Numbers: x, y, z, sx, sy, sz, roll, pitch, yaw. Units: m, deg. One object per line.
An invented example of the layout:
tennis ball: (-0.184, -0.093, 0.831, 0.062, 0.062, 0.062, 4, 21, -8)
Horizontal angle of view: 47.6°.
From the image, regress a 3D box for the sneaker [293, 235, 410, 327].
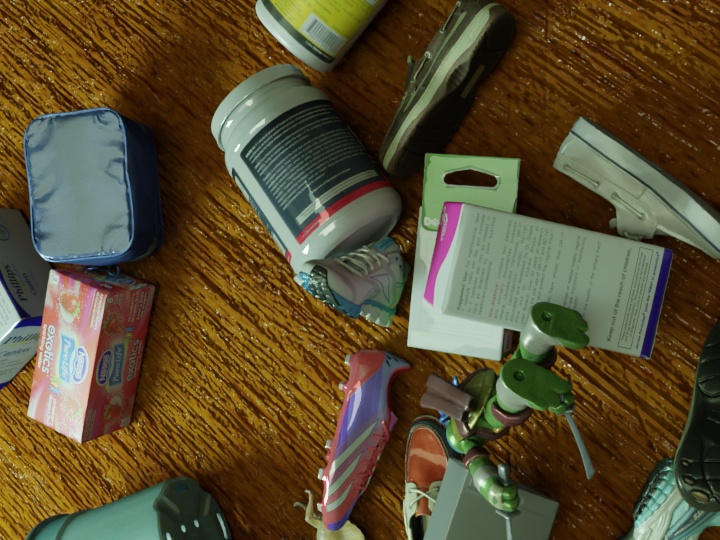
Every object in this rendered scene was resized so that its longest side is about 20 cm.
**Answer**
sneaker: (0.000, 0.000, 0.837, 0.074, 0.200, 0.088, 34, 96, 20)

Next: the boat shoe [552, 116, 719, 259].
boat shoe: (0.267, -0.063, 0.776, 0.200, 0.071, 0.070, 42, 113, 20)

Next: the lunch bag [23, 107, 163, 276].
lunch bag: (-0.321, -0.093, 1.016, 0.133, 0.132, 0.205, -3, 93, 6)

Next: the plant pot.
plant pot: (-0.271, 0.358, 0.987, 0.194, 0.200, 0.203, -28, 81, 16)

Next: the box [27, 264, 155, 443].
box: (-0.346, 0.103, 1.050, 0.098, 0.095, 0.204, 19, 102, 22)

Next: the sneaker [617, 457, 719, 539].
sneaker: (0.283, 0.287, 0.779, 0.085, 0.077, 0.203, 28, 103, 18)

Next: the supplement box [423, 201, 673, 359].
supplement box: (0.168, 0.006, 0.760, 0.196, 0.101, 0.106, 11, 95, -6)

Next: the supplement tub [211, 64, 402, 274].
supplement tub: (-0.059, -0.105, 0.886, 0.140, 0.140, 0.201, -40, 77, 21)

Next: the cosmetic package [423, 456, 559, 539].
cosmetic package: (0.111, 0.301, 0.811, 0.105, 0.090, 0.204, 18, 86, -4)

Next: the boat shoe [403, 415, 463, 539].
boat shoe: (0.078, 0.262, 0.881, 0.070, 0.062, 0.204, -7, 88, 27)

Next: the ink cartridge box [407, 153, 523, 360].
ink cartridge box: (0.113, -0.016, 0.853, 0.102, 0.059, 0.204, 7, 96, 22)

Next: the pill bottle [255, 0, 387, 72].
pill bottle: (-0.013, -0.323, 0.871, 0.200, 0.111, 0.112, -47, 74, 19)

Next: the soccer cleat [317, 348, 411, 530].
soccer cleat: (0.003, 0.188, 0.900, 0.075, 0.067, 0.204, 10, 83, 8)

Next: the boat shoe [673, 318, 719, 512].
boat shoe: (0.334, 0.121, 0.743, 0.075, 0.074, 0.202, 23, 77, 24)

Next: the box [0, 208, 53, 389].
box: (-0.522, 0.045, 1.129, 0.199, 0.105, 0.185, -40, 76, 22)

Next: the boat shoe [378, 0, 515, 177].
boat shoe: (0.078, -0.197, 0.863, 0.075, 0.074, 0.203, 44, 103, 31)

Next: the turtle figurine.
turtle figurine: (0.154, 0.136, 0.707, 0.202, 0.142, 0.195, 58, 155, 29)

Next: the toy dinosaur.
toy dinosaur: (-0.038, 0.326, 0.941, 0.099, 0.058, 0.205, 0, 92, 24)
